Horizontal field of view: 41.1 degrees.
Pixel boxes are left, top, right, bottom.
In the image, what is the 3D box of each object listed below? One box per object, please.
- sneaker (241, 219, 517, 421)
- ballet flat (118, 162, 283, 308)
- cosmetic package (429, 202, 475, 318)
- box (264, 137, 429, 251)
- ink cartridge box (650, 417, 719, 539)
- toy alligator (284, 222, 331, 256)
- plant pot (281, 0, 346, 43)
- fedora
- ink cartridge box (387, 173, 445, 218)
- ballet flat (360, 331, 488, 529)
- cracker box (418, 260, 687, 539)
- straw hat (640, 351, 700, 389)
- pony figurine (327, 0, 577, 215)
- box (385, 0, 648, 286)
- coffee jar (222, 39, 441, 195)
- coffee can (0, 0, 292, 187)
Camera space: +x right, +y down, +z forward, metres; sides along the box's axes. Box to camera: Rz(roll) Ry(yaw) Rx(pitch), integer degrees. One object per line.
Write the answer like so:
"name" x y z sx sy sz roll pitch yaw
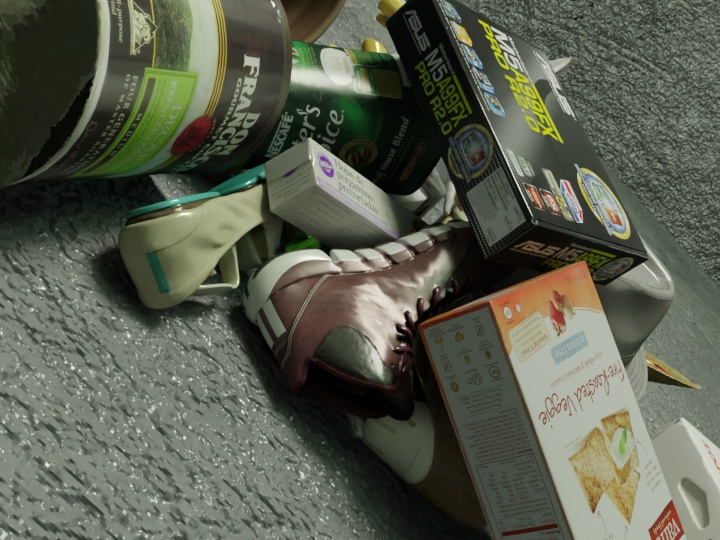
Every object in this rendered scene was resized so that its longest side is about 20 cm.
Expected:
"sneaker" 0.031 0.039 0.614 0.198 0.076 0.116 -12 56 -21
"ballet flat" -0.087 -0.023 0.601 0.070 0.069 0.200 48 22 1
"cosmetic package" 0.100 -0.002 0.907 0.104 0.073 0.200 47 22 -2
"box" 0.013 -0.026 0.665 0.199 0.041 0.039 30 41 -47
"ink cartridge box" 0.290 0.227 0.726 0.199 0.084 0.145 37 23 -28
"toy alligator" 0.000 0.000 0.740 0.199 0.059 0.055 35 67 -39
"plant pot" -0.123 -0.317 0.895 0.174 0.201 0.200 41 14 35
"fedora" 0.183 0.007 0.783 0.199 0.091 0.177 36 36 -2
"ink cartridge box" 0.008 -0.089 0.882 0.116 0.068 0.200 51 20 7
"ballet flat" 0.028 0.084 0.637 0.072 0.068 0.201 11 38 -27
"cracker box" 0.123 0.106 0.585 0.133 0.057 0.202 -17 87 -53
"straw hat" 0.222 0.101 0.935 0.200 0.086 0.201 26 7 -3
"pony figurine" 0.079 -0.162 0.888 0.200 0.166 0.193 49 52 -3
"box" 0.112 -0.093 0.683 0.159 0.044 0.202 11 52 -47
"coffee jar" -0.037 -0.118 0.708 0.198 0.105 0.086 6 51 -24
"coffee can" -0.144 -0.123 0.529 0.147 0.146 0.200 51 21 8
